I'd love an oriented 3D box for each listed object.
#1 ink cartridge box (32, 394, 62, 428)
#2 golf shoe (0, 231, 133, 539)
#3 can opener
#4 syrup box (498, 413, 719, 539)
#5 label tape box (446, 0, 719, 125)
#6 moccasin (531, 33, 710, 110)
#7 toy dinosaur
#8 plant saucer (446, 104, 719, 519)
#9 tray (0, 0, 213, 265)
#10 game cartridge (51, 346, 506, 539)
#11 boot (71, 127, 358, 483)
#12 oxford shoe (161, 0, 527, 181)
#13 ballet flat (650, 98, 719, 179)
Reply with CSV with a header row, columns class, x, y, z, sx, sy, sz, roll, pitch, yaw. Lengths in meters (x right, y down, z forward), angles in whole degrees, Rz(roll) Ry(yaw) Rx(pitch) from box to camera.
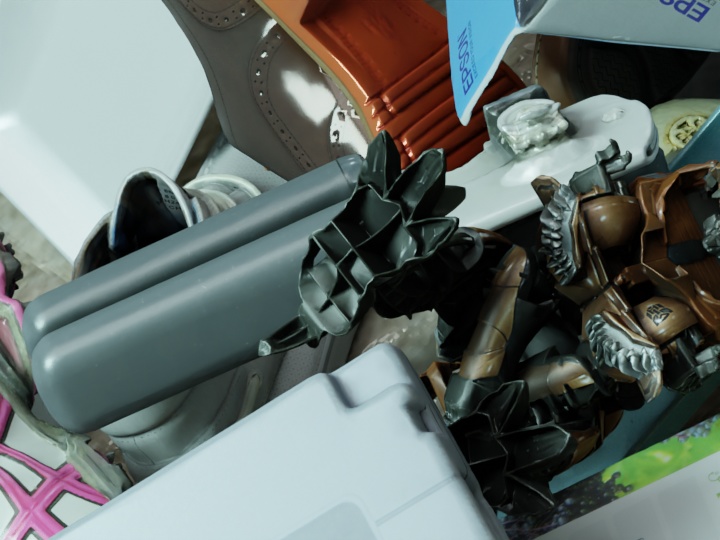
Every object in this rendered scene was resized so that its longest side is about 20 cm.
class,x,y,z,sx,sy,sz,roll,pitch,yaw
ink cartridge box,-0.163,0.118,0.932,0.115,0.067,0.201,-16,45,18
golf shoe,-0.118,0.074,0.862,0.092,0.073,0.201,-20,61,-26
can opener,0.000,0.000,0.838,0.199,0.067,0.053,-21,25,-4
syrup box,0.053,0.121,0.786,0.199,0.082,0.079,-25,43,7
label tape box,0.103,-0.146,0.887,0.200,0.066,0.144,-52,25,34
moccasin,0.085,-0.124,0.998,0.077,0.074,0.202,-21,46,35
toy dinosaur,0.048,0.027,0.796,0.102,0.135,0.200,44,111,23
plant saucer,0.096,0.008,0.864,0.200,0.019,0.070,-51,40,13
tray,-0.077,-0.099,1.014,0.107,0.022,0.201,42,122,26
game cartridge,-0.002,0.135,0.687,0.133,0.040,0.201,-29,69,2
boot,-0.044,-0.009,0.952,0.073,0.096,0.201,-13,46,21
oxford shoe,0.003,-0.048,0.936,0.071,0.201,0.072,-29,-8,-45
ballet flat,0.152,-0.014,0.865,0.066,0.057,0.200,-45,43,-13
